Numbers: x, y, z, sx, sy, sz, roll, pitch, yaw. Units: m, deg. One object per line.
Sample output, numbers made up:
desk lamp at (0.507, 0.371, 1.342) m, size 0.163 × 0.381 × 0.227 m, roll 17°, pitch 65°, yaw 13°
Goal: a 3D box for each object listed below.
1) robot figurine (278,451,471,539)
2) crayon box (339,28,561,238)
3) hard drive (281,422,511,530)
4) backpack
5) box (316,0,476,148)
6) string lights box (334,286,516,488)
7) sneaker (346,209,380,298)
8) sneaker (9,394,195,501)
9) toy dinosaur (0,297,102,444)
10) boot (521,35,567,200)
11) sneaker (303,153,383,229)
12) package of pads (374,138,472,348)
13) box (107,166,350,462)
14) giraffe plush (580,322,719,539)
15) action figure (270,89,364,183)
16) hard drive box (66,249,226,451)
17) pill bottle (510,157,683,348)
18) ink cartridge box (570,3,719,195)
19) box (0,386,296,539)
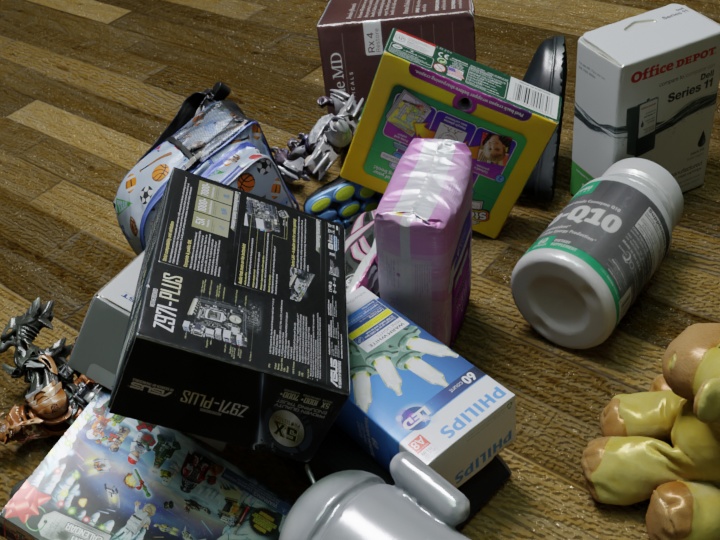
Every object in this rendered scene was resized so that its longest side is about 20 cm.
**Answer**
robot figurine at (0.018, 0.222, 0.650) m, size 0.198 × 0.113 × 0.172 m, roll 26°, pitch 84°, yaw 33°
crayon box at (0.095, -0.146, 0.985) m, size 0.197 × 0.174 × 0.059 m, roll 22°, pitch 44°, yaw -2°
hard drive at (0.021, 0.155, 0.790) m, size 0.134 × 0.043 × 0.199 m, roll -36°, pitch 46°, yaw -29°
backpack at (-0.170, -0.067, 0.999) m, size 0.189 × 0.202 × 0.154 m, roll -35°, pitch 43°, yaw -11°
box at (0.056, -0.273, 1.184) m, size 0.196 × 0.169 × 0.165 m, roll -3°, pitch 28°, yaw 7°
string lights box at (0.029, 0.102, 0.770) m, size 0.102 × 0.060 × 0.199 m, roll -32°, pitch 43°, yaw -26°
sneaker at (0.000, 0.000, 0.971) m, size 0.085 × 0.081 × 0.201 m, roll -5°, pitch 30°, yaw 24°
sneaker at (-0.229, 0.158, 0.802) m, size 0.084 × 0.077 × 0.199 m, roll 42°, pitch 48°, yaw 20°
toy dinosaur at (-0.302, 0.111, 0.875) m, size 0.197 × 0.103 × 0.136 m, roll -11°, pitch 51°, yaw -37°
boot at (0.161, -0.187, 1.078) m, size 0.165 × 0.204 × 0.076 m, roll 7°, pitch 2°, yaw 15°
sneaker at (0.001, -0.104, 1.092) m, size 0.082 × 0.072 × 0.199 m, roll 20°, pitch 42°, yaw 37°
package of pads at (0.064, -0.012, 0.860) m, size 0.074 × 0.202 × 0.121 m, roll 13°, pitch 46°, yaw 18°
box at (-0.098, 0.032, 0.712) m, size 0.161 × 0.087 × 0.202 m, roll 18°, pitch 38°, yaw -18°
giraffe plush at (0.282, 0.115, 0.691) m, size 0.197 × 0.164 × 0.173 m, roll 18°, pitch 46°, yaw 30°
action figure at (-0.060, -0.154, 1.086) m, size 0.130 × 0.070 × 0.199 m, roll -46°, pitch 11°, yaw -22°
hard drive box at (-0.151, 0.051, 0.826) m, size 0.154 × 0.078 × 0.200 m, roll 30°, pitch 22°, yaw -2°
pill bottle at (0.247, -0.024, 0.906) m, size 0.112 × 0.115 × 0.200 m, roll 20°, pitch 47°, yaw 31°
ink cartridge box at (0.321, -0.177, 1.006) m, size 0.144 × 0.203 × 0.083 m, roll -21°, pitch 40°, yaw -15°
box at (-0.165, 0.199, 0.714) m, size 0.198 × 0.040 × 0.138 m, roll 29°, pitch 48°, yaw 4°
